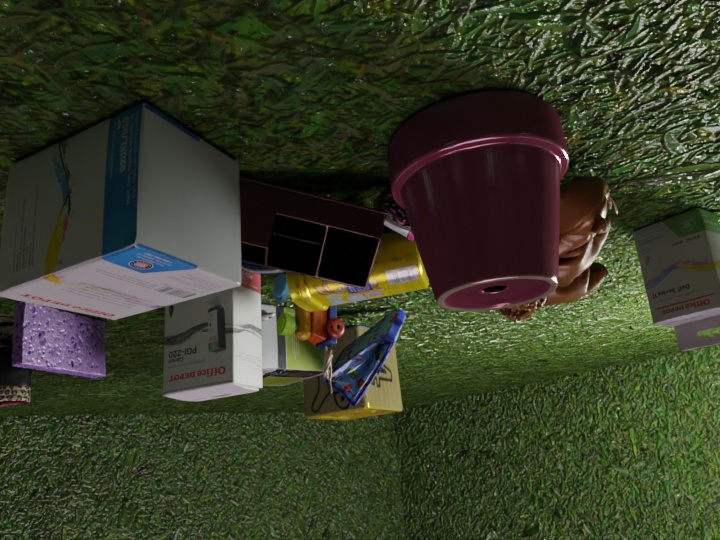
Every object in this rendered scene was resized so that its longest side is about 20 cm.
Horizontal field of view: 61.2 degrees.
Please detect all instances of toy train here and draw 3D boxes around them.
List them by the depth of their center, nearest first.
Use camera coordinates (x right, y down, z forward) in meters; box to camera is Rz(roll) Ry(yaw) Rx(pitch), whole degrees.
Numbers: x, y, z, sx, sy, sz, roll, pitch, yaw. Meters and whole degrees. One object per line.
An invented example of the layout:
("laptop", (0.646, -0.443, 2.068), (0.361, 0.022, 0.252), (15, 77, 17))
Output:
("toy train", (-0.095, 0.105, 1.055), (0.114, 0.204, 0.084), (12, 156, -33))

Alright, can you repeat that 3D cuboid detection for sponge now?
("sponge", (-0.556, 0.134, 1.137), (0.029, 0.114, 0.200), (-13, 161, 17))

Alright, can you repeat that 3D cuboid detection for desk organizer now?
("desk organizer", (-0.074, -0.044, 0.725), (0.196, 0.078, 0.072), (13, 160, -6))

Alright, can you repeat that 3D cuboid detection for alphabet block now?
("alphabet block", (-0.023, 0.268, 1.558), (0.193, 0.204, 0.195), (-16, 160, 30))

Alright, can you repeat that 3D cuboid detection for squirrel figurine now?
("squirrel figurine", (0.247, -0.029, 0.790), (0.199, 0.142, 0.187), (-36, 161, -17))

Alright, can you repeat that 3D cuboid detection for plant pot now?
("plant pot", (0.133, -0.059, 0.657), (0.196, 0.182, 0.200), (-5, 163, -1))

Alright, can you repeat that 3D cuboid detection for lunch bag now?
("lunch bag", (0.027, 0.169, 1.331), (0.201, 0.094, 0.151), (-52, 179, 25))

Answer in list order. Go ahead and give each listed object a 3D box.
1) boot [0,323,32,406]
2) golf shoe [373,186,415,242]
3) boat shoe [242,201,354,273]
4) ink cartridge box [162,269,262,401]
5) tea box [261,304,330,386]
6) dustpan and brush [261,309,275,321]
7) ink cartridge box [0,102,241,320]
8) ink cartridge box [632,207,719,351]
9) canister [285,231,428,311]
("boot", (-0.726, 0.183, 1.170), (0.196, 0.153, 0.073), (1, 161, -21))
("golf shoe", (0.087, -0.060, 0.811), (0.198, 0.074, 0.092), (10, 156, -39))
("boat shoe", (-0.075, -0.033, 0.844), (0.197, 0.074, 0.072), (-13, 162, 22))
("ink cartridge box", (-0.239, 0.099, 0.984), (0.143, 0.204, 0.085), (-14, 160, 23))
("tea box", (-0.196, 0.170, 1.318), (0.195, 0.136, 0.199), (12, 155, -41))
("dustpan and brush", (-0.246, 0.089, 1.168), (0.197, 0.058, 0.139), (-19, 151, 23))
("ink cartridge box", (-0.245, -0.048, 0.631), (0.197, 0.147, 0.147), (-14, 160, 25))
("ink cartridge box", (0.521, 0.018, 0.968), (0.066, 0.204, 0.117), (8, 158, -35))
("canister", (0.000, 0.000, 0.939), (0.196, 0.088, 0.149), (-11, 166, 9))
